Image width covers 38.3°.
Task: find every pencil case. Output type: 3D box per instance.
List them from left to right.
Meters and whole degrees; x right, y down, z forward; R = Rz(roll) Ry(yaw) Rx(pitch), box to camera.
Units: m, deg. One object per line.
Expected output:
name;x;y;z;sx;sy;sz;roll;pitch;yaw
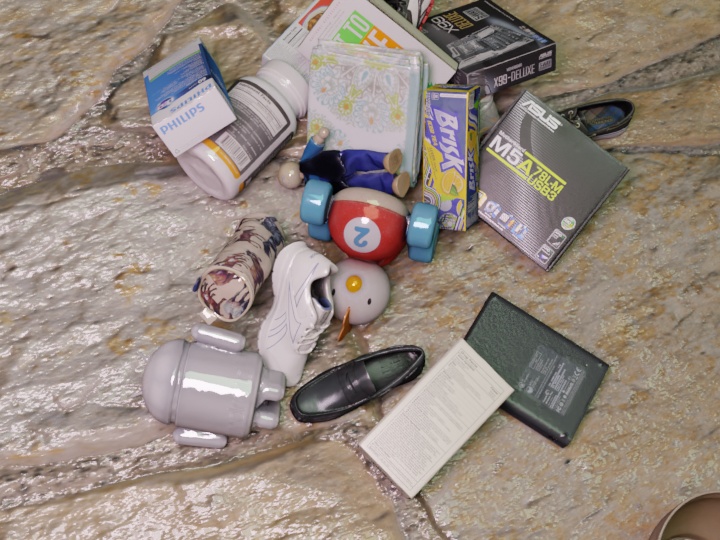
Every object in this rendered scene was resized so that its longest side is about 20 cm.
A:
pencil case;-0.159;-0.008;1.391;0.078;0.089;0.200;52;24;-14

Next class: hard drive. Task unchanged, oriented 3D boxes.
hard drive;0.237;0.139;1.477;0.199;0.033;0.140;32;68;4

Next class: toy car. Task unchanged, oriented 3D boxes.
toy car;0.000;0.000;1.430;0.183;0.177;0.202;12;80;7

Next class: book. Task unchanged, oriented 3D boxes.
book;0.024;-0.310;1.509;0.199;0.134;0.048;36;31;-11

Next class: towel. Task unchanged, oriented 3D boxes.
towel;0.008;-0.226;1.492;0.170;0.201;0.048;12;26;17

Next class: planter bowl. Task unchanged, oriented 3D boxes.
planter bowl;0.454;0.401;1.356;0.199;0.135;0.202;3;68;-8

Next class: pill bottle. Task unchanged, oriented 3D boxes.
pill bottle;-0.165;-0.207;1.501;0.116;0.116;0.200;38;67;7

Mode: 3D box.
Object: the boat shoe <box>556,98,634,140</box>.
boat shoe;0.337;-0.230;1.624;0.199;0.057;0.069;-16;72;-15

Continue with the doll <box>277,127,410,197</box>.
doll;-0.032;-0.144;1.488;0.199;0.137;0.049;0;39;30

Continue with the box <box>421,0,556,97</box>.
box;0.180;-0.343;1.595;0.157;0.050;0.200;-21;41;-16

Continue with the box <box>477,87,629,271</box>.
box;0.261;-0.134;1.541;0.200;0.048;0.194;40;96;7

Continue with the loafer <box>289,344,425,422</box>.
loafer;-0.003;0.149;1.413;0.199;0.070;0.068;-21;73;-16

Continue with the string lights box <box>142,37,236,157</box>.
string lights box;-0.244;-0.248;1.460;0.102;0.059;0.200;-30;34;4

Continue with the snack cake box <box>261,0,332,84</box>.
snack cake box;-0.050;-0.347;1.600;0.115;0.067;0.200;37;68;7

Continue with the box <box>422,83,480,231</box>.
box;0.130;-0.163;1.486;0.070;0.064;0.202;7;109;21

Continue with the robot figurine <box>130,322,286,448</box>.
robot figurine;-0.199;0.153;1.356;0.198;0.113;0.171;10;101;-5

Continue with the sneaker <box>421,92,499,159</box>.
sneaker;0.129;-0.193;1.569;0.199;0.092;0.076;-32;32;0

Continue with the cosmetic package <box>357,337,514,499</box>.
cosmetic package;0.099;0.199;1.391;0.200;0.073;0.104;-43;82;-11

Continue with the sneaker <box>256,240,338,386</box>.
sneaker;-0.082;0.066;1.384;0.087;0.202;0.074;22;22;37

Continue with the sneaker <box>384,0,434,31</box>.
sneaker;0.057;-0.385;1.545;0.071;0.098;0.202;24;108;31
